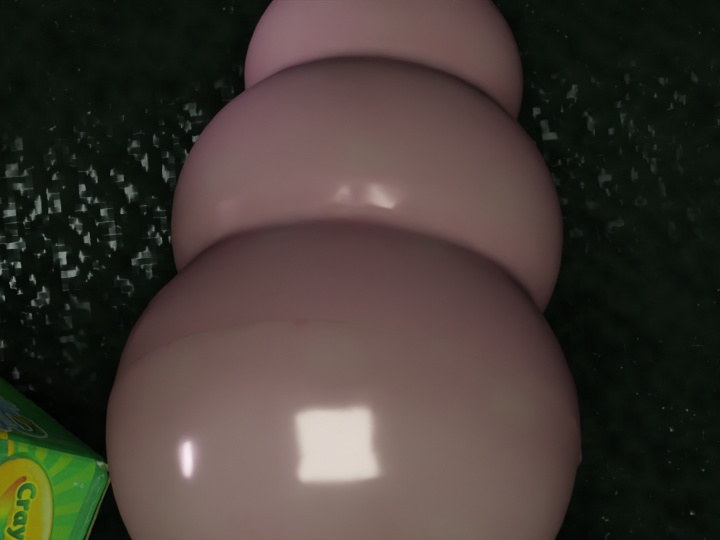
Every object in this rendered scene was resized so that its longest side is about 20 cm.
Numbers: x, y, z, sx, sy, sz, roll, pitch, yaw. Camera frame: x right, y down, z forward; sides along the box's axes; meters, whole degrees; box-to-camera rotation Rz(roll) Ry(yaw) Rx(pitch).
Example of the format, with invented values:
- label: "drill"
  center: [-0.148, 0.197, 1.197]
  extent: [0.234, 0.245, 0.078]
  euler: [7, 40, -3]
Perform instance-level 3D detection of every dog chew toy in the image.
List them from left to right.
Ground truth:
- label: "dog chew toy"
  center: [0.000, 0.000, 0.732]
  extent: [0.124, 0.125, 0.200]
  euler: [5, 61, 2]

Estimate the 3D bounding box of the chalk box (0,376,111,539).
- label: "chalk box"
  center: [-0.159, 0.076, 0.740]
  extent: [0.200, 0.124, 0.125]
  euler: [16, 99, -37]
